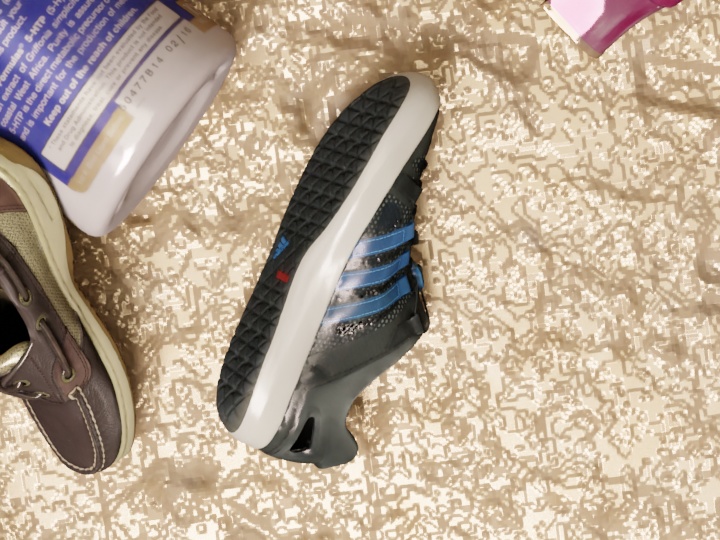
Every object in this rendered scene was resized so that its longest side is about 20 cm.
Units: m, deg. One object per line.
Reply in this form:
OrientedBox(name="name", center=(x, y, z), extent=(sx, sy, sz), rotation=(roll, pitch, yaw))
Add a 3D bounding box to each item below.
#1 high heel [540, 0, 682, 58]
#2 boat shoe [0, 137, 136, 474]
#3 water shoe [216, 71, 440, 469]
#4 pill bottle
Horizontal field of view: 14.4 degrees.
OrientedBox(name="high heel", center=(0.084, -0.199, 1.349), extent=(0.096, 0.067, 0.200), rotation=(-40, 96, 19))
OrientedBox(name="boat shoe", center=(-0.166, 0.027, 1.367), extent=(0.073, 0.065, 0.200), rotation=(13, 136, 38))
OrientedBox(name="water shoe", center=(0.000, 0.000, 1.396), extent=(0.079, 0.072, 0.200), rotation=(24, 98, -24))
OrientedBox(name="pill bottle", center=(-0.171, -0.119, 1.366), extent=(0.200, 0.120, 0.120), rotation=(36, 99, 1))
